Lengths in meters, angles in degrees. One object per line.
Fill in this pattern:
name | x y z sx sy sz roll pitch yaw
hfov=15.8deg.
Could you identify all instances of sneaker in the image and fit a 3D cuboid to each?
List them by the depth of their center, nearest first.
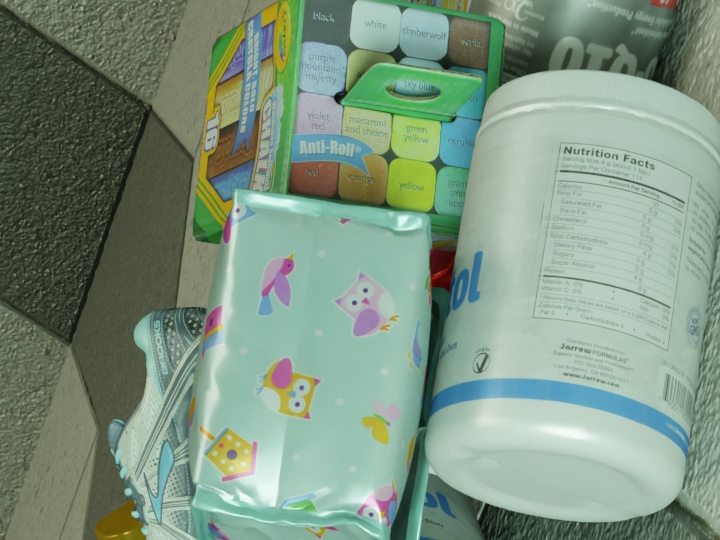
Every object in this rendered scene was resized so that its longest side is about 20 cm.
sneaker | -0.095 0.114 1.431 0.078 0.086 0.200 0 -82 -67

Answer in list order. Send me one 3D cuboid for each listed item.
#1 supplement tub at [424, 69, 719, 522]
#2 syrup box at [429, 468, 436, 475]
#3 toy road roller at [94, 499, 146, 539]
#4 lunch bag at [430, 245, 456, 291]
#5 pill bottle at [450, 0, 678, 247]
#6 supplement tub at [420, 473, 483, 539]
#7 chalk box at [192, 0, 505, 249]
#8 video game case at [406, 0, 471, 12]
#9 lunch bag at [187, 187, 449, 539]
supplement tub | 0.110 0.015 1.313 0.132 0.132 0.200 132 150 -64
syrup box | 0.017 0.061 1.496 0.081 0.200 0.079 -109 37 -69
toy road roller | -0.065 0.192 1.742 0.146 0.200 0.123 15 132 65
lunch bag | 0.073 -0.067 1.678 0.176 0.082 0.200 -90 20 -48
pill bottle | 0.108 -0.107 1.504 0.114 0.114 0.200 -119 45 -72
supplement tub | 0.012 0.181 1.503 0.200 0.132 0.132 -111 38 -68
chalk box | 0.000 -0.079 1.432 0.200 0.125 0.124 164 112 -69
video game case | 0.045 -0.148 1.678 0.182 0.023 0.200 134 150 -56
lunch bag | -0.020 0.067 1.327 0.200 0.122 0.170 84 -166 -74
